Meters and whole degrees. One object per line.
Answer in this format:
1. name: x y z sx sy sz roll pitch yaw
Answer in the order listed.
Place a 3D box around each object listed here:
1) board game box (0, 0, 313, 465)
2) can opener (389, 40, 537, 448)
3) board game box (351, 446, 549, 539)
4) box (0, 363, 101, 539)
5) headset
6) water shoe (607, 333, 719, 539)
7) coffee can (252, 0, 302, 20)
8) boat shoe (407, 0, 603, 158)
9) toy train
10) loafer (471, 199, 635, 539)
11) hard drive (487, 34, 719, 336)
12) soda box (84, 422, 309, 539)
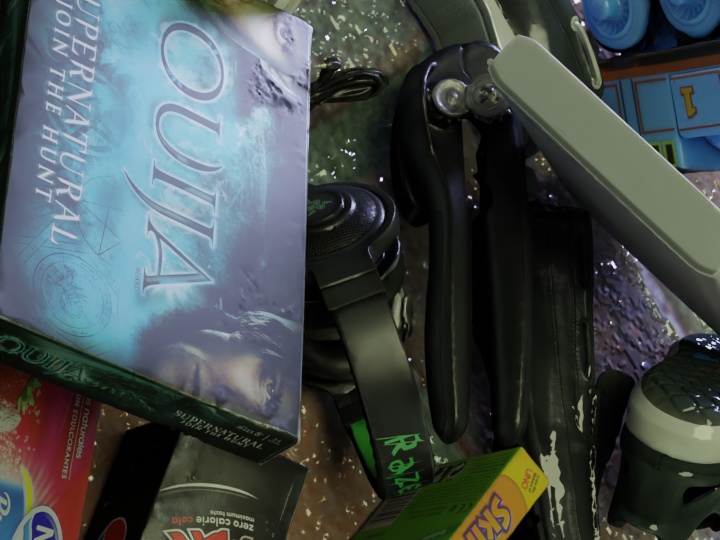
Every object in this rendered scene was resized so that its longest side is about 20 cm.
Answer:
1. board game box: -0.079 -0.039 0.794 0.135 0.028 0.201 25 50 -32
2. can opener: 0.052 -0.014 0.948 0.063 0.079 0.201 -4 63 -6
3. board game box: -0.006 0.156 0.889 0.030 0.095 0.200 51 60 -11
4. box: -0.173 0.105 0.789 0.095 0.099 0.201 27 64 -47
5. headset: 0.000 0.000 0.916 0.094 0.124 0.200 -20 63 -7
6. water shoe: 0.163 0.081 1.003 0.200 0.071 0.079 -7 119 -63
7. coffee can: -0.117 -0.192 0.878 0.199 0.146 0.147 18 70 -26
8. boat shoe: 0.053 -0.153 1.014 0.060 0.076 0.200 -34 108 -31
9. toy train: 0.185 -0.106 1.006 0.086 0.200 0.115 -15 97 -33
10. loafer: 0.097 0.064 0.982 0.070 0.068 0.201 -6 77 -12
11. hard drive: 0.128 -0.026 0.940 0.027 0.200 0.132 -45 70 2
12. soda box: -0.091 0.161 0.853 0.063 0.071 0.201 29 66 -22
